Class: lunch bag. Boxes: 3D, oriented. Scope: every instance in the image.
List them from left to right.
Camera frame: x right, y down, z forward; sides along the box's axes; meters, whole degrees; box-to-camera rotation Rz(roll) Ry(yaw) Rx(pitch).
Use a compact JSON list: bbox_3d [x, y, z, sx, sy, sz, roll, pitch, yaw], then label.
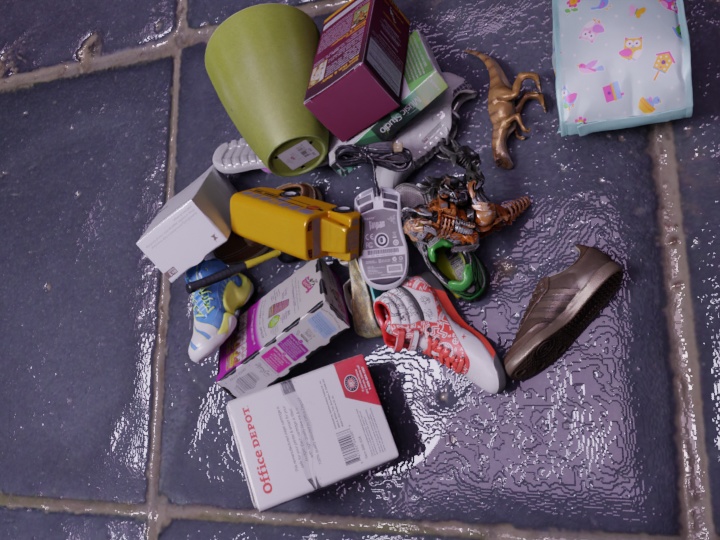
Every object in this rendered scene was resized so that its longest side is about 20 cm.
[{"bbox_3d":[0.336,-0.273,0.888,0.167,0.122,0.204,-4,73,20],"label":"lunch bag"}]

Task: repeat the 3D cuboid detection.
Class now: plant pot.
[{"bbox_3d":[-0.119,-0.249,1.012,0.185,0.187,0.203,-27,64,14],"label":"plant pot"}]

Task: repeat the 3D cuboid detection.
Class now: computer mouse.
[{"bbox_3d":[0.024,-0.075,0.944,0.107,0.044,0.204,-4,90,2],"label":"computer mouse"}]

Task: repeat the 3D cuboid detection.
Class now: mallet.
[{"bbox_3d":[-0.159,-0.013,0.996,0.066,0.198,0.042,-33,83,51],"label":"mallet"}]

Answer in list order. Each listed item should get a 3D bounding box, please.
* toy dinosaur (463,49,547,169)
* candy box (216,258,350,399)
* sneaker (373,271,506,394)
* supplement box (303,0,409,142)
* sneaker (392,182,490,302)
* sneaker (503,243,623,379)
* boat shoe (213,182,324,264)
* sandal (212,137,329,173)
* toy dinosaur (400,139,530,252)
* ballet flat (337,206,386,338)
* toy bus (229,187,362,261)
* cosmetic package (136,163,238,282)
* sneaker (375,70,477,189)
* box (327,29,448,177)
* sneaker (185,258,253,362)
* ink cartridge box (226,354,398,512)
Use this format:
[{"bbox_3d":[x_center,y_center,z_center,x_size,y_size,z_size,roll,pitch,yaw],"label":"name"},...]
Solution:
[{"bbox_3d":[0.204,-0.249,0.968,0.104,0.060,0.204,-11,76,21],"label":"toy dinosaur"},{"bbox_3d":[-0.114,0.084,0.991,0.199,0.061,0.137,-37,28,12],"label":"candy box"},{"bbox_3d":[0.098,0.099,0.912,0.107,0.068,0.203,-22,61,-26],"label":"sneaker"},{"bbox_3d":[-0.001,-0.297,0.971,0.109,0.085,0.203,-24,42,35],"label":"supplement box"},{"bbox_3d":[0.108,-0.050,0.953,0.078,0.085,0.201,-40,68,9],"label":"sneaker"},{"bbox_3d":[0.251,0.054,0.897,0.200,0.070,0.076,-45,49,5],"label":"sneaker"},{"bbox_3d":[-0.154,-0.081,1.069,0.198,0.074,0.077,-31,70,13],"label":"boat shoe"},{"bbox_3d":[-0.135,-0.181,1.094,0.198,0.050,0.084,0,55,9],"label":"sandal"},{"bbox_3d":[0.138,-0.082,0.913,0.102,0.198,0.138,-40,58,36],"label":"toy dinosaur"},{"bbox_3d":[0.000,0.000,1.001,0.069,0.071,0.204,-15,75,18],"label":"ballet flat"},{"bbox_3d":[-0.089,-0.064,0.944,0.198,0.078,0.066,20,117,38],"label":"toy bus"},{"bbox_3d":[-0.252,-0.077,1.040,0.112,0.201,0.082,-36,108,10],"label":"cosmetic package"},{"bbox_3d":[0.092,-0.197,0.998,0.080,0.076,0.202,30,93,14],"label":"sneaker"},{"bbox_3d":[0.030,-0.243,0.994,0.199,0.036,0.146,-39,35,23],"label":"box"},{"bbox_3d":[-0.230,0.049,1.005,0.076,0.201,0.105,-40,105,23],"label":"sneaker"},{"bbox_3d":[-0.067,0.221,0.927,0.197,0.084,0.146,-17,72,-14],"label":"ink cartridge box"}]
